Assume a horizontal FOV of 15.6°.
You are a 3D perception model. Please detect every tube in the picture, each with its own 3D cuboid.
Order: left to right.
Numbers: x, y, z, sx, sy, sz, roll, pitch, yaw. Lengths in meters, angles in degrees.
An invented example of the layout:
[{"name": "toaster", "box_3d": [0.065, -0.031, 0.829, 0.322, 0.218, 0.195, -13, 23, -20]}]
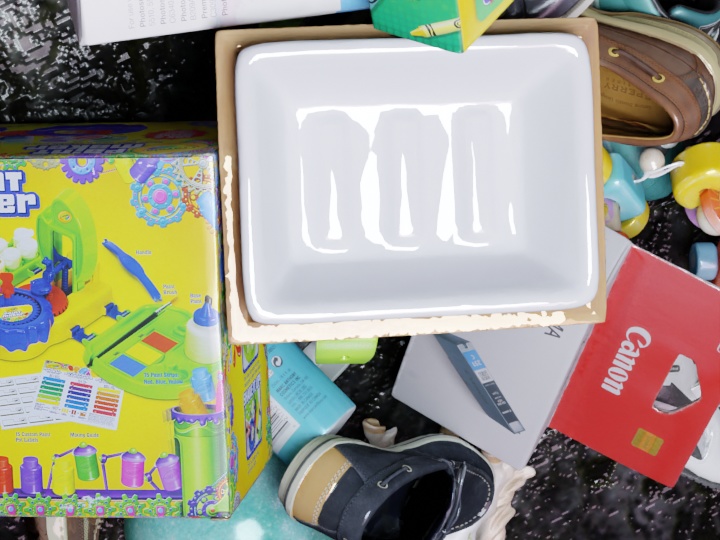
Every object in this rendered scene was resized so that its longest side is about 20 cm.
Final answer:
[{"name": "tube", "box_3d": [-0.091, 0.028, 1.493, 0.200, 0.050, 0.078, 44, 100, 5]}]

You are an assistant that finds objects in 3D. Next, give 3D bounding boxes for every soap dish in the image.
[{"name": "soap dish", "box_3d": [0.024, -0.047, 1.355, 0.198, 0.081, 0.159, -3, 92, -10]}]

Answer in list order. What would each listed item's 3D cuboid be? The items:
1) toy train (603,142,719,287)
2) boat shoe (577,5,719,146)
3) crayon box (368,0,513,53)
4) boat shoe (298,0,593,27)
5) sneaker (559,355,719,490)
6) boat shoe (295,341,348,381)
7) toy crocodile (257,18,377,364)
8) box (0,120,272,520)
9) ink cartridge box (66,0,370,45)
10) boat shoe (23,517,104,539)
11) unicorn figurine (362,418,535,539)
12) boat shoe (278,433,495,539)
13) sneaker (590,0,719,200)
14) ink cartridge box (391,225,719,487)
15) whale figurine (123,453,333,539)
[{"name": "toy train", "box_3d": [0.175, -0.015, 1.513, 0.198, 0.056, 0.151, 2, 146, -12]}, {"name": "boat shoe", "box_3d": [0.099, -0.111, 1.442, 0.199, 0.068, 0.072, 13, 126, 21]}, {"name": "crayon box", "box_3d": [0.075, -0.217, 1.324, 0.200, 0.058, 0.119, -47, 143, -34]}, {"name": "boat shoe", "box_3d": [0.054, -0.151, 1.410, 0.199, 0.073, 0.063, -30, 148, 4]}, {"name": "sneaker", "box_3d": [0.194, 0.067, 1.609, 0.199, 0.074, 0.089, 27, 112, -25]}, {"name": "boat shoe", "box_3d": [0.000, 0.000, 1.529, 0.200, 0.076, 0.060, -43, 75, 4]}, {"name": "toy crocodile", "box_3d": [-0.022, -0.046, 1.470, 0.067, 0.062, 0.201, -13, 86, -9]}, {"name": "box", "box_3d": [-0.158, 0.024, 1.408, 0.198, 0.122, 0.194, 0, 102, 9]}, {"name": "ink cartridge box", "box_3d": [-0.085, -0.206, 1.357, 0.198, 0.129, 0.126, -8, 120, -10]}, {"name": "boat shoe", "box_3d": [-0.163, 0.120, 1.554, 0.074, 0.075, 0.204, -13, 121, -13]}, {"name": "unicorn figurine", "box_3d": [0.008, 0.158, 1.615, 0.199, 0.074, 0.138, 13, 111, -17]}, {"name": "boat shoe", "box_3d": [0.028, 0.134, 1.511, 0.200, 0.062, 0.075, 13, 108, -60]}, {"name": "sneaker", "box_3d": [0.167, -0.125, 1.480, 0.079, 0.071, 0.201, 8, 127, 33]}, {"name": "ink cartridge box", "box_3d": [0.119, 0.048, 1.495, 0.175, 0.045, 0.200, 29, 145, 8]}, {"name": "whale figurine", "box_3d": [-0.076, 0.189, 1.545, 0.158, 0.104, 0.202, 0, 102, 25]}]
